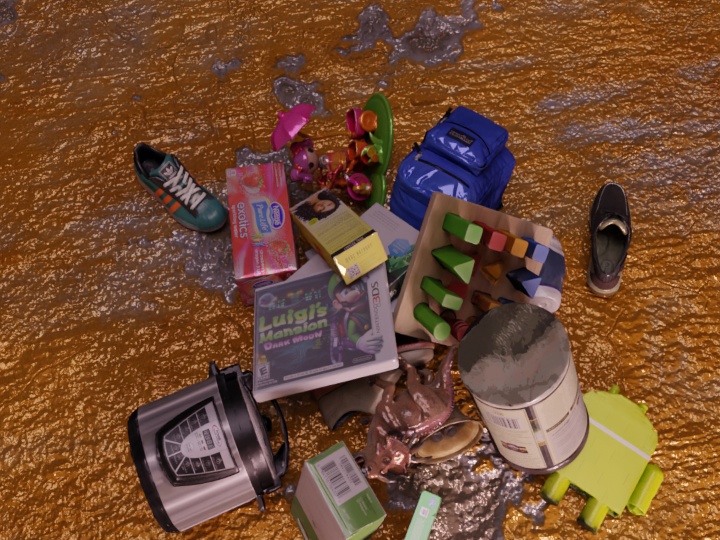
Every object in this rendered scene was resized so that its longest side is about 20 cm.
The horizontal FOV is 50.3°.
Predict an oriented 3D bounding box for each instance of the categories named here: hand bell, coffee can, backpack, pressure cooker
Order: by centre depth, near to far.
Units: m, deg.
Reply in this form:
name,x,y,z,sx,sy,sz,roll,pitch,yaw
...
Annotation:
name,x,y,z,sx,sy,sz,roll,pitch,yaw
coffee can,0.221,0.160,1.024,0.143,0.201,0.149,-13,50,15
pressure cooker,-0.197,0.232,1.036,0.196,0.179,0.179,-20,35,-10
hand bell,0.094,0.166,1.126,0.102,0.105,0.203,-17,51,-7
backpack,0.136,-0.147,1.205,0.160,0.170,0.200,27,49,20

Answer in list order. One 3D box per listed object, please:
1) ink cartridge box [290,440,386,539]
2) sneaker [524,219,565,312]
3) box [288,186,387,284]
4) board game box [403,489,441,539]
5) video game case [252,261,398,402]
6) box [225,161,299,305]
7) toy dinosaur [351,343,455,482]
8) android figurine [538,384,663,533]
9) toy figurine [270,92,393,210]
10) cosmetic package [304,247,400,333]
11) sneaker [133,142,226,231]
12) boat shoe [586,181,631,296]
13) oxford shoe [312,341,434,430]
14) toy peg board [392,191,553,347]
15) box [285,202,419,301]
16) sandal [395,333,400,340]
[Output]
name,x,y,z,sx,sy,sz,roll,pitch,yaw
ink cartridge box,-0.035,0.311,0.986,0.058,0.202,0.105,-23,64,-25
sneaker,0.223,-0.015,1.206,0.194,0.081,0.149,7,58,7
box,-0.037,-0.055,1.117,0.074,0.051,0.200,-31,33,-10
board game box,0.052,0.392,0.971,0.028,0.135,0.203,20,65,12
video game case,-0.052,0.075,1.041,0.195,0.024,0.185,-15,47,9
box,-0.153,-0.060,1.223,0.100,0.095,0.205,-7,63,-3
toy dinosaur,0.070,0.194,1.010,0.198,0.087,0.136,-35,46,-7
android figurine,0.338,0.257,1.083,0.180,0.041,0.202,30,70,16
toy figurine,-0.055,-0.191,1.237,0.179,0.150,0.206,1,86,-22
cosmetic package,0.020,0.009,1.171,0.148,0.052,0.201,-28,46,-10
sneaker,-0.307,-0.139,1.274,0.198,0.080,0.072,34,68,17
boat shoe,0.403,-0.061,1.226,0.070,0.066,0.205,12,64,8
oxford shoe,0.027,0.165,1.105,0.197,0.070,0.076,-29,70,19
toy peg board,0.170,0.022,1.061,0.195,0.098,0.205,15,101,-20
box,0.000,0.000,1.124,0.199,0.037,0.144,-42,48,-14
sandal,0.043,0.060,1.186,0.073,0.049,0.203,5,50,21
